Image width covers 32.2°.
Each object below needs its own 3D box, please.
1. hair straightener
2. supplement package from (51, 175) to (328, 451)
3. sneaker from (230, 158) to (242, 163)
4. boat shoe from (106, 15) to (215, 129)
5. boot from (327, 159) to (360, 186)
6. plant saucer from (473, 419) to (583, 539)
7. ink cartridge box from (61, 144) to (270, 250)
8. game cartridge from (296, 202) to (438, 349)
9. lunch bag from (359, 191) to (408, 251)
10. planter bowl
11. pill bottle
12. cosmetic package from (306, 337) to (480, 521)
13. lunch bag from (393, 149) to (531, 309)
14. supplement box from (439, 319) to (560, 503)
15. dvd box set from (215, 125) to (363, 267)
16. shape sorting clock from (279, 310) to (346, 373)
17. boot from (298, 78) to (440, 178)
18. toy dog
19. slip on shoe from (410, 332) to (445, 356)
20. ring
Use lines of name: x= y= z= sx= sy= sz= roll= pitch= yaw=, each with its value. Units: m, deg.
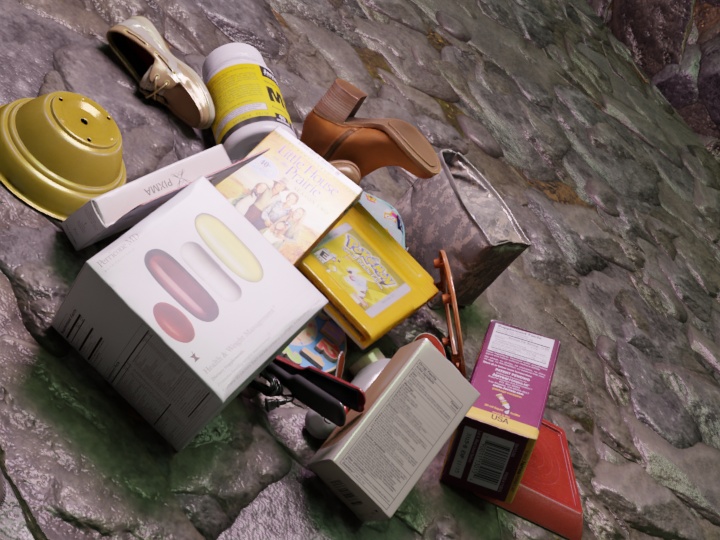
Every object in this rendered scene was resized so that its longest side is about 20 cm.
hair straightener: x=-0.093 y=0.128 z=1.449 sx=0.200 sy=0.041 sz=0.077 roll=28 pitch=41 yaw=27
supplement package: x=-0.185 y=0.045 z=1.354 sx=0.200 sy=0.147 sz=0.191 roll=44 pitch=50 yaw=1
sneaker: x=-0.201 y=-0.090 z=1.642 sx=0.077 sy=0.076 sz=0.200 roll=54 pitch=40 yaw=4
boat shoe: x=-0.288 y=-0.274 z=1.771 sx=0.200 sy=0.074 sz=0.066 roll=48 pitch=43 yaw=11
boot: x=-0.080 y=-0.077 z=1.647 sx=0.074 sy=0.200 sz=0.075 roll=64 pitch=-9 yaw=-27
plant saucer: x=0.231 y=0.261 z=1.746 sx=0.200 sy=0.037 sz=0.200 roll=29 pitch=33 yaw=-25
ink cartridge box: x=-0.228 y=-0.099 z=1.455 sx=0.200 sy=0.174 sz=0.044 roll=-29 pitch=92 yaw=-39
game cartridge: x=0.000 y=0.000 z=1.657 sx=0.176 sy=0.032 sz=0.200 roll=46 pitch=37 yaw=8
lunch bag: x=-0.024 y=-0.053 z=1.786 sx=0.200 sy=0.077 sz=0.160 roll=24 pitch=34 yaw=-21
planter bowl: x=-0.354 y=-0.158 z=1.520 sx=0.200 sy=0.083 sz=0.201 roll=30 pitch=32 yaw=-21
pill bottle: x=-0.165 y=-0.231 z=1.809 sx=0.114 sy=0.114 sz=0.200 roll=17 pitch=40 yaw=-38
cosmetic package: x=0.041 y=0.188 z=1.473 sx=0.105 sy=0.071 sz=0.200 roll=47 pitch=61 yaw=-9
lunch bag: x=0.138 y=-0.066 z=1.917 sx=0.117 sy=0.164 sz=0.200 roll=-3 pitch=54 yaw=-45
supplement box: x=0.186 y=0.183 z=1.644 sx=0.103 sy=0.131 sz=0.200 roll=18 pitch=38 yaw=7
dvd box set: x=-0.111 y=-0.077 z=1.583 sx=0.146 sy=0.029 sz=0.200 roll=39 pitch=60 yaw=7
shape sorting clock: x=-0.101 y=0.055 z=1.601 sx=0.200 sy=0.039 sz=0.200 roll=31 pitch=32 yaw=-22
boot: x=0.002 y=-0.147 z=1.710 sx=0.200 sy=0.155 sz=0.074 roll=40 pitch=26 yaw=16
toy dog: x=0.016 y=0.151 z=1.563 sx=0.132 sy=0.096 sz=0.200 roll=39 pitch=30 yaw=-8
slip on shoe: x=0.099 y=0.149 z=1.702 sx=0.074 sy=0.061 sz=0.200 roll=33 pitch=29 yaw=-15
ring: x=0.123 y=0.071 z=1.749 sx=0.019 sy=0.201 sz=0.201 roll=-9 pitch=43 yaw=0
